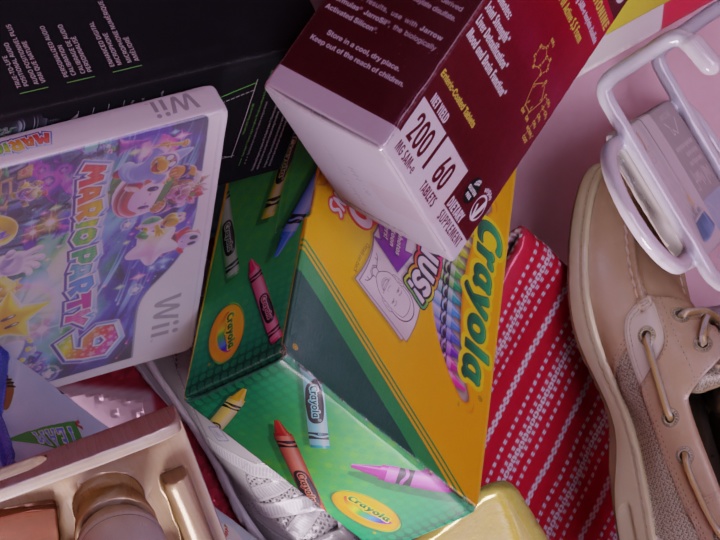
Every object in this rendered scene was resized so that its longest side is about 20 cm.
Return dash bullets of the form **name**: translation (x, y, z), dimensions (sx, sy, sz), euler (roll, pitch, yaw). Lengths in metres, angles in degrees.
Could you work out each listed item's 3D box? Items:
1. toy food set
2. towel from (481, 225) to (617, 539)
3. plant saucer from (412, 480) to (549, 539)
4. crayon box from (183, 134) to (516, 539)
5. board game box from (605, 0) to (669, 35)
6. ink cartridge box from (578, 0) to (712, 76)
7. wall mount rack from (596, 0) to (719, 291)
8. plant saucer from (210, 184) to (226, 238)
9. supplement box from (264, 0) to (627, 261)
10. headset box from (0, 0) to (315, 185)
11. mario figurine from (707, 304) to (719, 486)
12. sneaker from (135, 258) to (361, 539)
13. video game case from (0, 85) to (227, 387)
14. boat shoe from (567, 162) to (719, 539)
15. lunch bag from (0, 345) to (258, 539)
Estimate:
- **toy food set**: translation (-0.102, 0.152, 1.062), dimensions (0.143, 0.060, 0.200), euler (-20, 120, -4)
- **towel**: translation (0.093, 0.089, 1.332), dimensions (0.200, 0.022, 0.145), euler (42, 70, -42)
- **plant saucer**: translation (0.049, 0.222, 1.259), dimensions (0.200, 0.200, 0.048), euler (58, 23, 18)
- **crayon box**: translation (0.000, 0.000, 1.233), dimensions (0.119, 0.058, 0.200), euler (40, 40, -32)
- **board game box**: translation (0.082, -0.174, 1.240), dimensions (0.200, 0.040, 0.153), euler (-30, 106, -20)
- **ink cartridge box**: translation (0.080, -0.196, 1.306), dimensions (0.147, 0.086, 0.200), euler (-28, 104, -20)
- **wall mount rack**: translation (0.178, -0.030, 1.300), dimensions (0.074, 0.200, 0.174), euler (-32, 91, 21)
- **plant saucer**: translation (-0.129, -0.048, 1.253), dimensions (0.199, 0.019, 0.070), euler (-1, 94, -25)
- **supplement box**: translation (0.055, -0.116, 1.148), dimensions (0.200, 0.061, 0.109), euler (-56, 154, -10)
- **headset box**: translation (-0.143, -0.109, 1.156), dimensions (0.200, 0.093, 0.174), euler (-15, 62, -23)
- **mario figurine**: translation (0.207, 0.062, 1.388), dimensions (0.123, 0.106, 0.200), euler (39, 48, 12)
- **sneaker**: translation (-0.026, 0.076, 1.276), dimensions (0.200, 0.082, 0.075), euler (46, 75, -21)
- **video game case**: translation (-0.150, 0.006, 1.119), dimensions (0.200, 0.018, 0.143), euler (-16, 144, -22)
- **boat shoe**: translation (0.139, 0.045, 1.295), dimensions (0.072, 0.065, 0.201), euler (14, 64, -54)
- **lunch bag**: translation (-0.149, 0.161, 1.159), dimensions (0.200, 0.124, 0.170), euler (-39, 118, 18)
